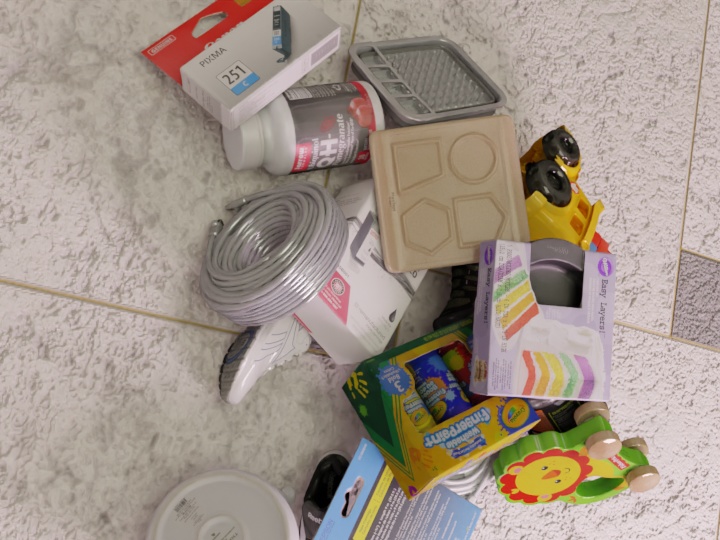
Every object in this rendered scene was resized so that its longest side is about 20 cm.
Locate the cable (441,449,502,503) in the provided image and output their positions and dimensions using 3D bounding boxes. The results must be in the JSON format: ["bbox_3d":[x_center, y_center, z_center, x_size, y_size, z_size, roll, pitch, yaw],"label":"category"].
[{"bbox_3d":[0.119,0.220,1.280,0.200,0.069,0.201,-41,102,-23],"label":"cable"}]

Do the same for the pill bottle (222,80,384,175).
[{"bbox_3d":[-0.076,-0.185,1.205,0.197,0.110,0.112,-12,90,-25],"label":"pill bottle"}]

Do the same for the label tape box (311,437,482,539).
[{"bbox_3d":[0.039,0.321,1.160,0.199,0.063,0.145,34,71,-16],"label":"label tape box"}]

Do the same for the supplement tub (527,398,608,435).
[{"bbox_3d":[0.266,0.168,1.287,0.123,0.122,0.201,-54,133,-19],"label":"supplement tub"}]

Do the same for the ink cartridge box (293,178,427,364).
[{"bbox_3d":[0.000,0.000,1.204,0.146,0.084,0.201,49,53,-26],"label":"ink cartridge box"}]

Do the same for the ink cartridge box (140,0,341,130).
[{"bbox_3d":[-0.153,-0.294,1.166,0.176,0.045,0.200,40,64,16],"label":"ink cartridge box"}]

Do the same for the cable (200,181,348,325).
[{"bbox_3d":[-0.108,-0.021,1.115,0.069,0.198,0.202,50,36,-34],"label":"cable"}]

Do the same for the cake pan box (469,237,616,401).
[{"bbox_3d":[0.235,0.062,1.162,0.182,0.052,0.203,7,85,-21],"label":"cake pan box"}]

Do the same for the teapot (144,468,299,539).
[{"bbox_3d":[-0.166,0.349,1.101,0.197,0.147,0.200,-4,57,-8],"label":"teapot"}]

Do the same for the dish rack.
[{"bbox_3d":[0.090,-0.258,1.281,0.198,0.044,0.172,-16,54,-33],"label":"dish rack"}]

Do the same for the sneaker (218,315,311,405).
[{"bbox_3d":[-0.110,0.093,1.187,0.087,0.074,0.201,41,71,-21],"label":"sneaker"}]

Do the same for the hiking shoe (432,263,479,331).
[{"bbox_3d":[0.153,0.010,1.321,0.101,0.076,0.200,48,59,-4],"label":"hiking shoe"}]

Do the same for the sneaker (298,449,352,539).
[{"bbox_3d":[-0.051,0.330,1.172,0.065,0.091,0.203,9,77,7],"label":"sneaker"}]

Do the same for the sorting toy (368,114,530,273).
[{"bbox_3d":[0.116,-0.100,1.196,0.197,0.036,0.188,-7,87,-6],"label":"sorting toy"}]

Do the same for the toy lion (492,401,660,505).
[{"bbox_3d":[0.288,0.273,1.263,0.199,0.191,0.069,38,28,-37],"label":"toy lion"}]

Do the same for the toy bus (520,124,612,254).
[{"bbox_3d":[0.288,-0.081,1.316,0.191,0.136,0.201,40,46,-9],"label":"toy bus"}]

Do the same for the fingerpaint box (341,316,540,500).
[{"bbox_3d":[0.104,0.169,1.163,0.198,0.074,0.168,-17,66,-36],"label":"fingerpaint box"}]
